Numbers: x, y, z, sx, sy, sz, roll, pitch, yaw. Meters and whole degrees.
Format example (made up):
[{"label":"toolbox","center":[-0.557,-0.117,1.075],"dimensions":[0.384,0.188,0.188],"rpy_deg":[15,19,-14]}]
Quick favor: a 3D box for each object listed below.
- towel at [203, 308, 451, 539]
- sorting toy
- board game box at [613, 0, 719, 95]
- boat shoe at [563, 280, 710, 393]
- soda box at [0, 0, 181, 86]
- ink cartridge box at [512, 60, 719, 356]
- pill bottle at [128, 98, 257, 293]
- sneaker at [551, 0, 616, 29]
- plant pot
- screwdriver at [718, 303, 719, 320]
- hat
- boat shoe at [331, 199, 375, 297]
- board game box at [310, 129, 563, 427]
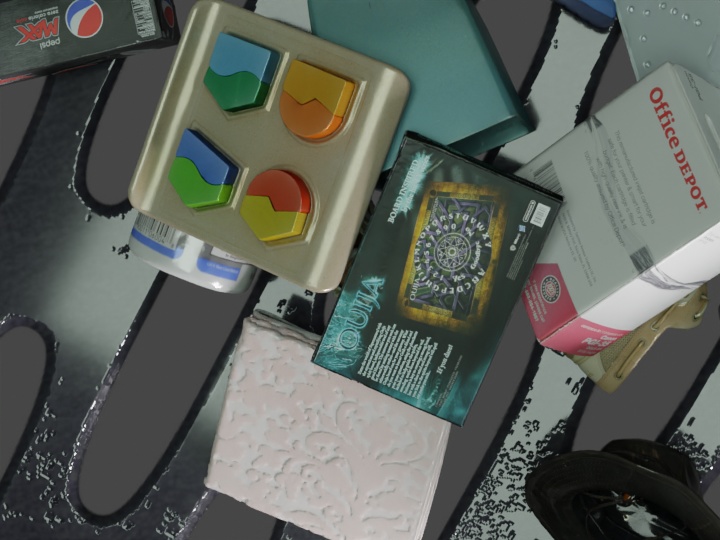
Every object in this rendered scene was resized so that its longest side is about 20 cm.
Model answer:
[{"label":"towel","center":[-0.026,0.146,1.463],"dimensions":[0.199,0.032,0.192],"rpy_deg":[21,121,11]},{"label":"sorting toy","center":[-0.078,-0.102,1.357],"dimensions":[0.199,0.036,0.186],"rpy_deg":[23,97,21]},{"label":"board game box","center":[0.313,-0.177,1.364],"dimensions":[0.199,0.026,0.202],"rpy_deg":[-22,79,35]},{"label":"boat shoe","center":[0.258,0.018,1.423],"dimensions":[0.065,0.071,0.200],"rpy_deg":[44,110,0]},{"label":"soda box","center":[-0.262,-0.208,1.490],"dimensions":[0.198,0.071,0.064],"rpy_deg":[-11,91,10]},{"label":"ink cartridge box","center":[0.213,-0.045,1.356],"dimensions":[0.200,0.082,0.147],"rpy_deg":[-36,56,31]},{"label":"pill bottle","center":[-0.113,-0.093,1.452],"dimensions":[0.113,0.114,0.201],"rpy_deg":[23,97,7]},{"label":"sneaker","center":[0.149,-0.285,1.415],"dimensions":[0.082,0.074,0.200],"rpy_deg":[-42,88,8]},{"label":"plant pot","center":[0.037,-0.186,1.412],"dimensions":[0.140,0.141,0.201],"rpy_deg":[-21,85,10]},{"label":"screwdriver","center":[0.316,0.087,1.361],"dimensions":[0.028,0.201,0.029],"rpy_deg":[19,124,-16]},{"label":"hat","center":[0.239,0.195,1.424],"dimensions":[0.199,0.081,0.201],"rpy_deg":[20,142,17]},{"label":"boat shoe","center":[0.000,0.000,1.407],"dimensions":[0.075,0.068,0.201],"rpy_deg":[-45,71,30]},{"label":"board game box","center":[0.058,0.007,1.346],"dimensions":[0.134,0.028,0.201],"rpy_deg":[23,105,-1]}]
